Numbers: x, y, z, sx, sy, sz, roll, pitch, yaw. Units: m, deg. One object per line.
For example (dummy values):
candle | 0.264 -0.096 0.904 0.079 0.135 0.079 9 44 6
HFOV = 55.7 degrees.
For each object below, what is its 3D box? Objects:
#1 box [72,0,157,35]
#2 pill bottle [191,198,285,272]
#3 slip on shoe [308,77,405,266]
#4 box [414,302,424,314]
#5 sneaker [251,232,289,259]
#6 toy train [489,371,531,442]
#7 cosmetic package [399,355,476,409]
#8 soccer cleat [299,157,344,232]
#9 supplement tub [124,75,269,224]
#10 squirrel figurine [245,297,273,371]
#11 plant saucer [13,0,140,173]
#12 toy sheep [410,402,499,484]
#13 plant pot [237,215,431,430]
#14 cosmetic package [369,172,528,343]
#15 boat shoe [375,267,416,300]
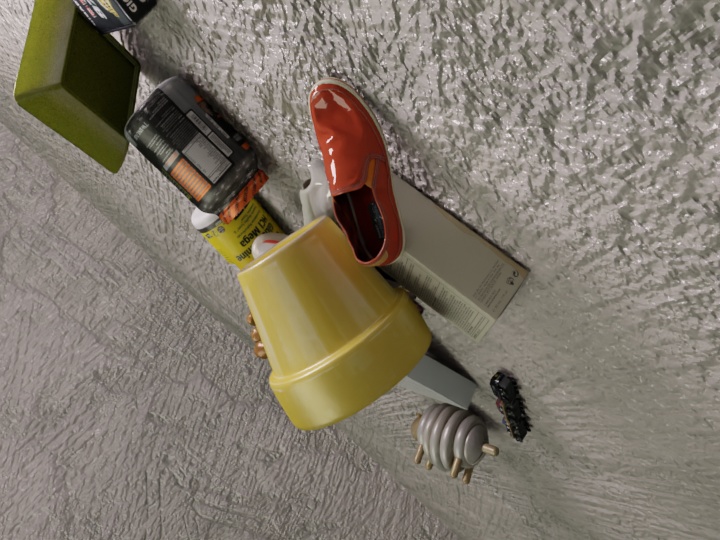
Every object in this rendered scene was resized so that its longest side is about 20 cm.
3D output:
box | -0.359 -0.399 0.853 0.157 0.046 0.201 19 152 51
pill bottle | -0.197 -0.055 1.216 0.201 0.113 0.111 49 160 -27
slip on shoe | -0.006 -0.099 0.704 0.072 0.061 0.205 -13 99 28
box | 0.003 0.029 1.115 0.199 0.040 0.137 41 161 2
sneaker | -0.083 -0.005 1.018 0.197 0.071 0.094 33 171 12
toy train | 0.237 0.219 1.086 0.045 0.034 0.202 31 159 38
cosmetic package | 0.089 0.178 1.210 0.149 0.053 0.199 29 168 -26
soccer cleat | -0.052 -0.085 0.931 0.078 0.069 0.200 44 156 6
supplement tub | -0.237 -0.173 1.005 0.200 0.123 0.122 45 162 -12
squirrel figurine | -0.110 0.117 1.294 0.141 0.196 0.191 -146 35 -69
plant saucer | -0.387 -0.277 0.980 0.047 0.205 0.200 -9 156 20
toy sheep | 0.177 0.322 1.294 0.196 0.140 0.139 10 147 39
plant pot | -0.044 0.049 0.808 0.192 0.199 0.200 58 159 -8
cosmetic package | 0.085 -0.014 0.789 0.199 0.073 0.104 39 163 9
boat shoe | 0.000 0.000 0.934 0.198 0.060 0.072 30 -164 -28
